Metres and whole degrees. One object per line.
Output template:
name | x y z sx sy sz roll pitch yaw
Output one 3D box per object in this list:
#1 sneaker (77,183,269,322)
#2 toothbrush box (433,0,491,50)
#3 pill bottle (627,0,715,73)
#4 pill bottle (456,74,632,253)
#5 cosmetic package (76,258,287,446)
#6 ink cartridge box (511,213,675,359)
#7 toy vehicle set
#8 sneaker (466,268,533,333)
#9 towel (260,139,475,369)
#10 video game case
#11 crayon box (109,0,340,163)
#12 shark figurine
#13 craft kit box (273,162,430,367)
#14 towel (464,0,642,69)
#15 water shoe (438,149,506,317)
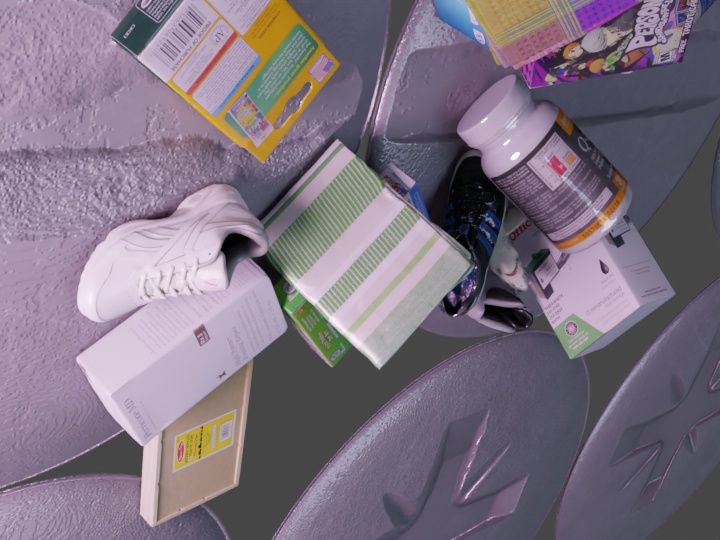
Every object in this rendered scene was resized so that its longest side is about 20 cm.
sneaker | -0.172 -0.007 1.103 0.199 0.099 0.078 -35 142 -23
toothbrush box | 0.133 -0.349 1.162 0.146 0.085 0.200 -43 145 -11
pill bottle | 0.365 -0.337 1.414 0.200 0.111 0.111 -46 145 -8
pill bottle | 0.212 -0.124 1.351 0.200 0.116 0.117 44 84 -15
cosmetic package | -0.179 0.075 1.193 0.200 0.074 0.102 -40 143 -18
ink cartridge box | 0.288 -0.012 1.505 0.084 0.201 0.146 -13 157 -40
toy vehicle set | -0.187 0.190 1.322 0.124 0.026 0.201 -20 134 -37
sneaker | 0.200 0.039 1.552 0.199 0.115 0.076 -12 130 -42
towel | -0.001 -0.020 1.210 0.153 0.200 0.023 -46 169 -7
video game case | 0.263 -0.285 1.195 0.180 0.036 0.201 -10 142 -8
crayon box | -0.115 -0.198 1.043 0.126 0.051 0.200 -52 144 -1
shark figurine | 0.180 -0.095 1.471 0.089 0.127 0.216 8 98 -78
craft kit box | 0.000 0.000 1.320 0.198 0.048 0.200 -49 158 -9
towel | 0.198 -0.283 1.128 0.199 0.023 0.144 -27 139 16
water shoe | 0.133 -0.041 1.393 0.079 0.071 0.202 -44 141 -76
